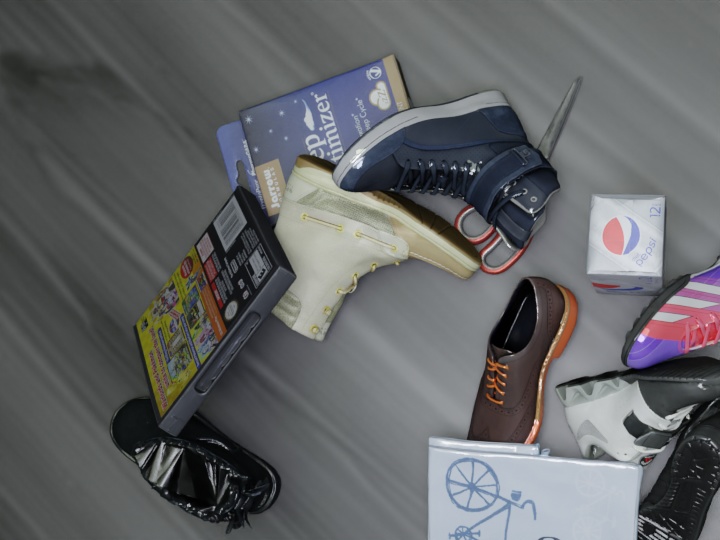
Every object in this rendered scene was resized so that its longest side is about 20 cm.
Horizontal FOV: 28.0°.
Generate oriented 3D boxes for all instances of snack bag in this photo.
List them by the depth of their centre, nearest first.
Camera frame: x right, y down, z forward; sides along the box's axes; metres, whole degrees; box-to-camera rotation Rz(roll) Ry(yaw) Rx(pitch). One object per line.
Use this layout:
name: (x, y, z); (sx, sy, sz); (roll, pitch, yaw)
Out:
snack bag: (0.156, 0.244, 1.300); (0.197, 0.021, 0.191); (2, 107, 13)

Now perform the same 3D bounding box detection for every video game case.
video game case: (-0.139, 0.032, 1.333); (0.025, 0.200, 0.181); (33, 101, -26)

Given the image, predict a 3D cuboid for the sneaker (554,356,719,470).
sneaker: (0.256, 0.127, 1.259); (0.073, 0.199, 0.090); (-12, 86, -30)

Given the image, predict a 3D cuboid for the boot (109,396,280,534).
boot: (-0.169, 0.174, 1.336); (0.197, 0.162, 0.074); (26, 90, 14)

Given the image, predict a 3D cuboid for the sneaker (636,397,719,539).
sneaker: (0.302, 0.174, 1.282); (0.060, 0.104, 0.201); (30, 128, 16)

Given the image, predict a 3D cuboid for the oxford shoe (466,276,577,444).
oxford shoe: (0.130, 0.100, 1.317); (0.071, 0.072, 0.202); (16, 84, 40)

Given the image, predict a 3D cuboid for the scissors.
scissors: (0.168, -0.087, 1.371); (0.073, 0.014, 0.200); (41, 92, 16)

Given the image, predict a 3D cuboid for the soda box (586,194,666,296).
soda box: (0.232, -0.019, 1.252); (0.063, 0.200, 0.069); (2, 86, 12)

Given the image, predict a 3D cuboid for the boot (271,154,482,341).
boot: (0.000, 0.000, 1.362); (0.198, 0.072, 0.156); (27, 102, 1)

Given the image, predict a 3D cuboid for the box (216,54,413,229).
box: (-0.040, -0.119, 1.409); (0.198, 0.032, 0.122); (-19, 81, 10)

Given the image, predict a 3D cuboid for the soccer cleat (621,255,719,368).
soccer cleat: (0.313, 0.035, 1.260); (0.199, 0.069, 0.073); (-31, 60, -24)

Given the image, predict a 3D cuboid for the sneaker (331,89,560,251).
sneaker: (0.087, -0.077, 1.304); (0.201, 0.077, 0.147); (-21, 66, -25)
